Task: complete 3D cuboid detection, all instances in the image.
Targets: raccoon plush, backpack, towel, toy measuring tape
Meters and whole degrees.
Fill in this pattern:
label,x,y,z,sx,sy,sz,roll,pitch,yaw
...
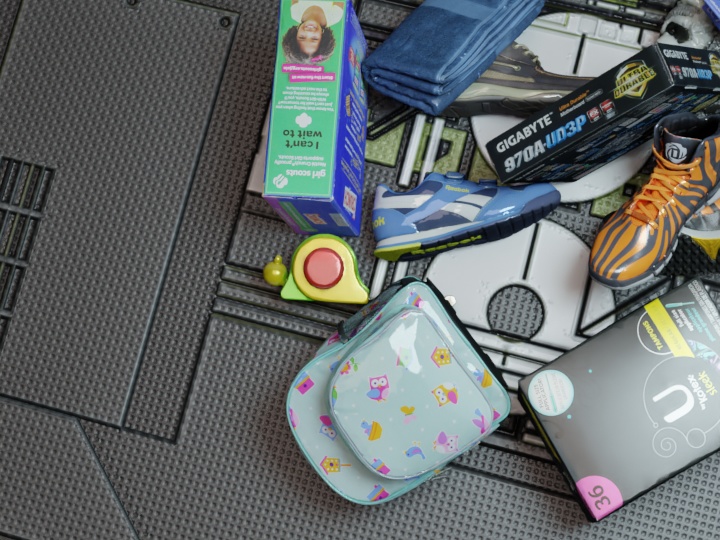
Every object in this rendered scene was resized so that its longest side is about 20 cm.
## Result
label,x,y,z,sx,sy,sz,roll,pitch,yaw
raccoon plush,0.394,-0.213,1.466,0.198,0.097,0.135,4,63,-24
backpack,0.027,0.127,1.384,0.199,0.153,0.176,-36,96,8
towel,0.096,-0.246,1.454,0.111,0.049,0.200,24,58,33
toy measuring tape,0.000,0.000,1.458,0.197,0.074,0.075,4,80,-2

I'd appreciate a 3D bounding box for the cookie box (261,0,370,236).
label,x,y,z,sx,sy,sz,roll,pitch,yaw
cookie box,-0.040,-0.149,1.434,0.074,0.171,0.203,2,79,9

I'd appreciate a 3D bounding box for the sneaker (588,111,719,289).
label,x,y,z,sx,sy,sz,roll,pitch,yaw
sneaker,0.280,-0.079,1.355,0.077,0.113,0.200,29,63,29

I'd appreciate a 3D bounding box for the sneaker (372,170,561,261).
label,x,y,z,sx,sy,sz,roll,pitch,yaw
sneaker,0.104,-0.069,1.455,0.197,0.074,0.083,-12,74,1

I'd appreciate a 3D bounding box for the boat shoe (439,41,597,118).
label,x,y,z,sx,sy,sz,roll,pitch,yaw
boat shoe,0.156,-0.200,1.472,0.197,0.075,0.074,3,80,5

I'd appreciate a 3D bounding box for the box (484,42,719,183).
label,x,y,z,sx,sy,sz,roll,pitch,yaw
box,0.239,-0.146,1.370,0.199,0.158,0.046,-30,77,33

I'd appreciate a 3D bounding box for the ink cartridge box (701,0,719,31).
label,x,y,z,sx,sy,sz,roll,pitch,yaw
ink cartridge box,0.419,-0.241,1.416,0.199,0.042,0.120,-24,73,-39

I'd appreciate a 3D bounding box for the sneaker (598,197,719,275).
label,x,y,z,sx,sy,sz,roll,pitch,yaw
sneaker,0.341,-0.051,1.439,0.198,0.070,0.091,2,50,15

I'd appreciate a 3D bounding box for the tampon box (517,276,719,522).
label,x,y,z,sx,sy,sz,roll,pitch,yaw
tampon box,0.269,0.127,1.373,0.199,0.126,0.151,-31,77,0
